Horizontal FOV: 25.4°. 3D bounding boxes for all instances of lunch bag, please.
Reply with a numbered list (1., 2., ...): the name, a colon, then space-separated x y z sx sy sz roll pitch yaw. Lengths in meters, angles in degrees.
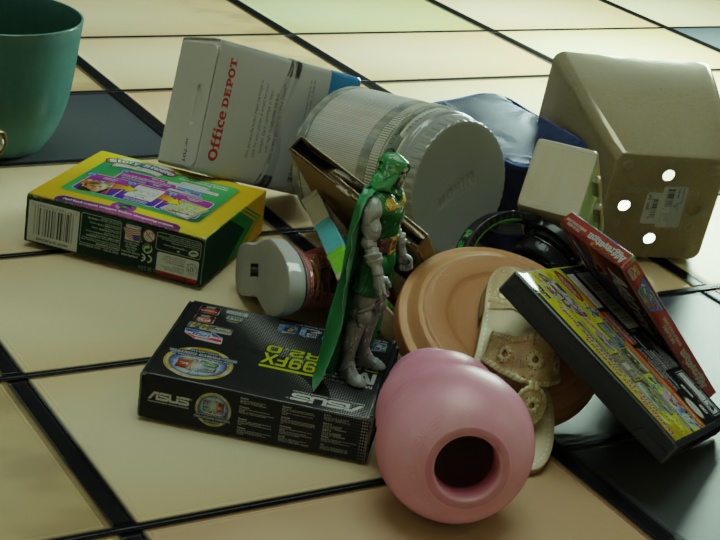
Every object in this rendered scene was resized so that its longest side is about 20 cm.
1. lunch bag: 0.149 -0.109 1.830 0.136 0.133 0.200 -14 37 -36

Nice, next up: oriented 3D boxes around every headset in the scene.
1. headset: 0.186 0.013 1.563 0.199 0.124 0.094 15 -7 -26

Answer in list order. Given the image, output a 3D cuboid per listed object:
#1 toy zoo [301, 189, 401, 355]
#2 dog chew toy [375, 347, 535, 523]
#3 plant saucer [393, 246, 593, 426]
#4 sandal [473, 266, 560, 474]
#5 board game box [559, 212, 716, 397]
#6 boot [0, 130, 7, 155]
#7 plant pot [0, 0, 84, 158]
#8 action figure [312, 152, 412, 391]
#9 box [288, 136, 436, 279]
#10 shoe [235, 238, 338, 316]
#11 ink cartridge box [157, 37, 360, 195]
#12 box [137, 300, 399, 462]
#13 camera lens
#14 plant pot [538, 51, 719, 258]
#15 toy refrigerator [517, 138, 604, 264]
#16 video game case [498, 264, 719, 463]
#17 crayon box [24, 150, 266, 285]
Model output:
1. toy zoo: 0.000 0.000 1.537 0.020 0.131 0.200 -36 29 6
2. dog chew toy: 0.067 0.120 1.283 0.124 0.125 0.200 5 15 -8
3. plant saucer: 0.129 0.055 1.453 0.200 0.032 0.201 10 49 -12
4. sandal: 0.137 0.067 1.375 0.077 0.070 0.212 10 49 -9
5. board game box: 0.259 0.036 1.487 0.019 0.200 0.103 -41 36 -5
6. boot: -0.519 -0.141 1.745 0.200 0.066 0.175 32 65 13
7. plant pot: -0.429 -0.225 1.866 0.200 0.162 0.201 7 22 -3
8. action figure: 0.011 -0.004 1.331 0.055 0.201 0.118 17 25 17
9. box: 0.011 -0.046 1.568 0.163 0.021 0.200 39 -7 17
10. shoe: -0.054 0.005 1.525 0.091 0.072 0.200 2 3 -17
11. ink cartridge box: -0.112 -0.168 1.788 0.200 0.147 0.086 11 3 -38
12. box: -0.075 0.093 1.386 0.199 0.044 0.160 11 22 6
13. camera lens: 0.035 -0.109 1.725 0.160 0.161 0.200 -13 22 -41
14. plant pot: 0.319 -0.119 1.857 0.199 0.200 0.177 3 33 -13
15. toy refrigerator: 0.213 -0.055 1.655 0.070 0.076 0.200 15 -17 16
16. video game case: 0.225 0.076 1.393 0.200 0.026 0.181 48 21 17
17. crayon box: -0.223 -0.058 1.677 0.199 0.058 0.173 14 22 13
